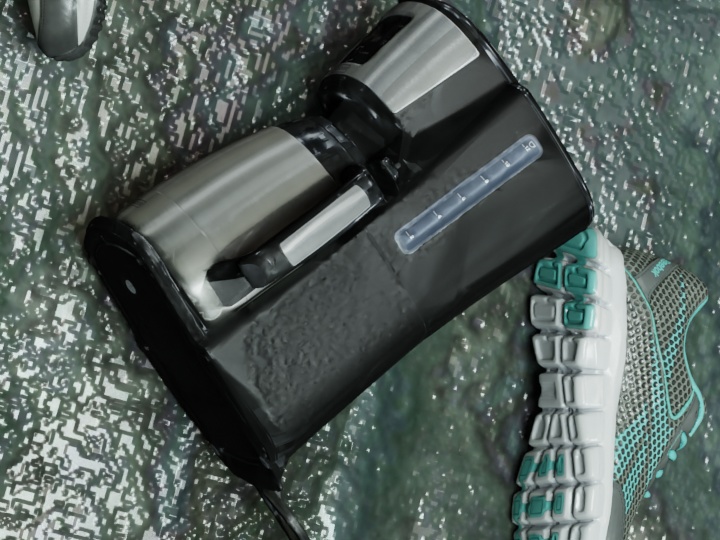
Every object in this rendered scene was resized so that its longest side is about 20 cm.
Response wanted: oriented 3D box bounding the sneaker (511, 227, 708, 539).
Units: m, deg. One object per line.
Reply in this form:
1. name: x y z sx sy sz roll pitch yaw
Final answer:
1. sneaker: 0.133 0.082 1.130 0.091 0.078 0.201 7 89 -25

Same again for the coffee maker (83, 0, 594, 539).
1. coffee maker: 0.000 0.000 1.060 0.200 0.135 0.192 -35 126 -16

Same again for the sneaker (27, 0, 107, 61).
1. sneaker: -0.158 -0.192 1.023 0.080 0.074 0.201 -10 90 -7
